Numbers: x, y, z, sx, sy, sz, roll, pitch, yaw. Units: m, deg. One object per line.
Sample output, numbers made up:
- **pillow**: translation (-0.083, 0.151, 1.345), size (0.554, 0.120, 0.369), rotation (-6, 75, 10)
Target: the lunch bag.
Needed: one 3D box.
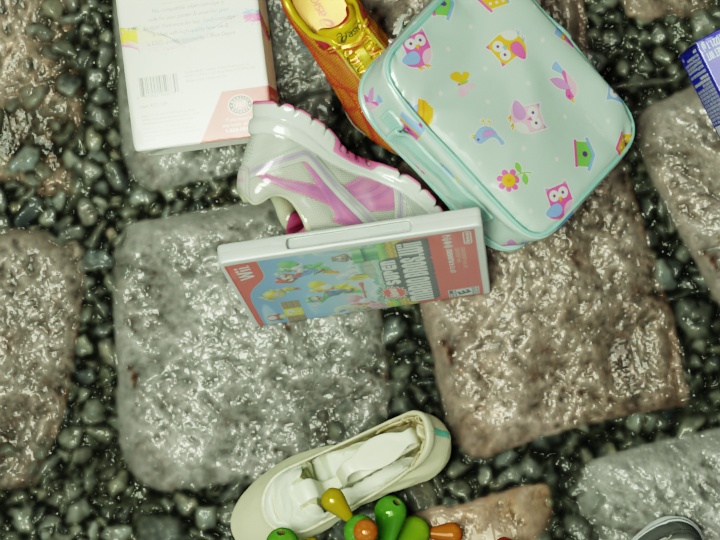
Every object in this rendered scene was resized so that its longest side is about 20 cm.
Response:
- **lunch bag**: translation (0.100, -0.124, 1.108), size (0.200, 0.077, 0.160), rotation (46, 71, -8)

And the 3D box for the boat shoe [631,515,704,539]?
- **boat shoe**: translation (0.201, 0.279, 1.139), size (0.200, 0.066, 0.070), rotation (-43, 87, 3)

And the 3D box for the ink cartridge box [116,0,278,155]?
- **ink cartridge box**: translation (-0.134, -0.201, 1.162), size (0.116, 0.067, 0.202), rotation (-6, 92, 4)

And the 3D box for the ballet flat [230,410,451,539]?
- **ballet flat**: translation (-0.021, 0.168, 1.156), size (0.199, 0.069, 0.070), rotation (-27, 88, 4)

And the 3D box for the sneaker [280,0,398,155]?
- **sneaker**: translation (-0.002, -0.166, 1.148), size (0.073, 0.077, 0.200), rotation (-42, 89, 2)

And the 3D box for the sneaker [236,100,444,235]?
- **sneaker**: translation (-0.018, -0.051, 1.125), size (0.199, 0.081, 0.089), rotation (30, 85, -20)

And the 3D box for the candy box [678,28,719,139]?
- **candy box**: translation (0.372, -0.123, 1.118), size (0.168, 0.077, 0.201), rotation (-27, 90, 4)

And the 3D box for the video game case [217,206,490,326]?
- **video game case**: translation (0.000, 0.000, 1.118), size (0.198, 0.143, 0.018), rotation (-8, 68, 5)

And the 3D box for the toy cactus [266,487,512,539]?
- **toy cactus**: translation (0.020, 0.262, 1.121), size (0.199, 0.102, 0.166), rotation (13, 85, -20)
